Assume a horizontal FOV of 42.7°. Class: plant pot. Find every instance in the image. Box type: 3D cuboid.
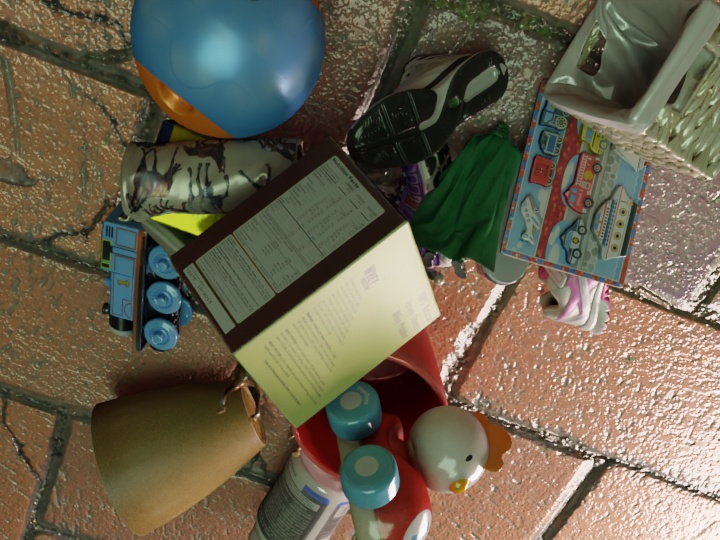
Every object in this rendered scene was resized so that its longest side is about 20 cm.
[{"bbox_3d":[0.014,0.134,1.164,0.196,0.178,0.204,1,121,2],"label":"plant pot"},{"bbox_3d":[-0.236,0.231,1.254,0.197,0.187,0.189,-23,118,0],"label":"plant pot"}]

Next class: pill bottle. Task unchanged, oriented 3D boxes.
[{"bbox_3d":[-0.083,0.343,1.331,0.112,0.114,0.202,25,119,-11],"label":"pill bottle"}]

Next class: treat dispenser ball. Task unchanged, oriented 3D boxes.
[{"bbox_3d":[-0.134,-0.238,0.941,0.197,0.202,0.204,2,121,3],"label":"treat dispenser ball"}]

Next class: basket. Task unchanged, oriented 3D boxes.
[{"bbox_3d":[0.298,-0.189,0.932,0.122,0.200,0.137,29,99,-22],"label":"basket"}]

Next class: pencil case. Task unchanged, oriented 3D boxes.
[{"bbox_3d":[-0.155,-0.092,0.969,0.196,0.078,0.091,-2,86,-5],"label":"pencil case"}]

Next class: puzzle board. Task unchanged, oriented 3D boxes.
[{"bbox_3d":[0.251,-0.098,1.042,0.148,0.017,0.204,15,87,-5],"label":"puzzle board"}]

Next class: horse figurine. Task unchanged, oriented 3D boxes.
[{"bbox_3d":[-0.114,0.162,1.235,0.199,0.134,0.050,34,131,-27],"label":"horse figurine"}]

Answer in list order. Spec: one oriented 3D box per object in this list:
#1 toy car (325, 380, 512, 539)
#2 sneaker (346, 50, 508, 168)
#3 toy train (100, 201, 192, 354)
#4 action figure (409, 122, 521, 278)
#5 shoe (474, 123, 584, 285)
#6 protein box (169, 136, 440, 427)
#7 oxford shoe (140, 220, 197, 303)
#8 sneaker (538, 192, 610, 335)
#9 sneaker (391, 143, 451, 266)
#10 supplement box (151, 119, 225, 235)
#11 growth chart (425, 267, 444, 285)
[{"bbox_3d":[0.078,0.219,1.020,0.196,0.178,0.186,-14,131,-2],"label":"toy car"},{"bbox_3d":[0.055,-0.175,1.000,0.199,0.115,0.077,-31,114,-17],"label":"sneaker"},{"bbox_3d":[-0.271,0.011,1.169,0.112,0.087,0.203,14,121,5],"label":"toy train"},{"bbox_3d":[0.128,-0.088,1.028,0.116,0.202,0.055,20,152,16],"label":"action figure"},{"bbox_3d":[0.194,-0.078,1.092,0.071,0.091,0.203,26,90,-4],"label":"shoe"},{"bbox_3d":[-0.048,0.017,0.934,0.199,0.135,0.199,-37,149,-6],"label":"protein box"},{"bbox_3d":[-0.185,0.004,1.068,0.199,0.075,0.058,40,103,5],"label":"oxford shoe"},{"bbox_3d":[0.262,-0.010,1.118,0.086,0.082,0.203,1,120,1],"label":"sneaker"},{"bbox_3d":[0.065,-0.092,1.090,0.082,0.081,0.203,-1,117,23],"label":"sneaker"},{"bbox_3d":[-0.145,-0.088,1.065,0.197,0.109,0.111,19,97,-7],"label":"supplement box"},{"bbox_3d":[0.000,0.000,1.115,0.196,0.145,0.018,2,97,1],"label":"growth chart"}]
